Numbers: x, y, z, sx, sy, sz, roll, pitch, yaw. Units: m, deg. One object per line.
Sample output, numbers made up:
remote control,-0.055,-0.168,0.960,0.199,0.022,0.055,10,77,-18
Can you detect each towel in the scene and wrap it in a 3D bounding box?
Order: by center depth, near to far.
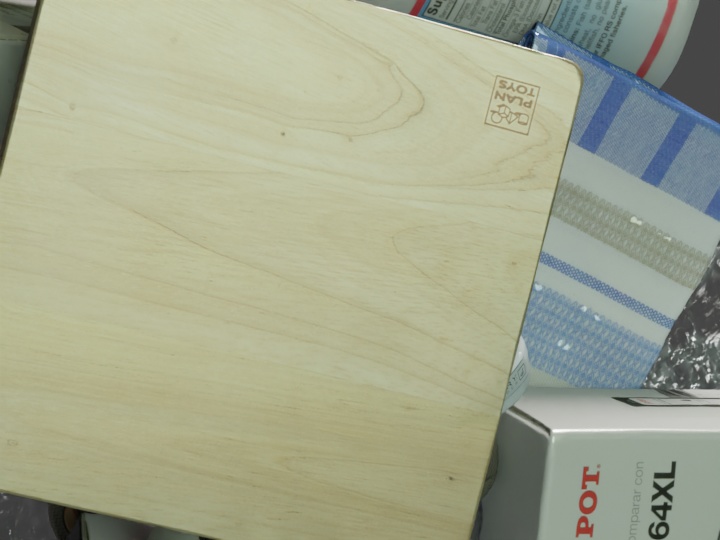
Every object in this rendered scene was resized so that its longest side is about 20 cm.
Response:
towel,0.086,0.003,1.165,0.146,0.024,0.201,26,99,-24

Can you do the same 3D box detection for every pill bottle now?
pill bottle,0.049,-0.147,1.170,0.199,0.109,0.109,14,78,-20

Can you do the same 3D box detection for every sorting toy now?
sorting toy,-0.042,-0.004,0.941,0.199,0.070,0.200,14,91,-13

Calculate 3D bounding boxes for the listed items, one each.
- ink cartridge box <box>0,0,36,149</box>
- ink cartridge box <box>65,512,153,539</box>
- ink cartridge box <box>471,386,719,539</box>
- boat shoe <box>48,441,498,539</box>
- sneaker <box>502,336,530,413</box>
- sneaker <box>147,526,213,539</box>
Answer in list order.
ink cartridge box,-0.177,-0.067,0.997,0.199,0.146,0.083,0,106,-43
ink cartridge box,-0.041,0.149,1.096,0.199,0.095,0.037,9,47,-24
ink cartridge box,0.148,0.133,1.169,0.199,0.084,0.147,1,101,-23
boat shoe,-0.040,0.078,1.111,0.199,0.073,0.075,-3,120,-14
sneaker,0.000,0.000,1.079,0.073,0.200,0.071,-37,123,-21
sneaker,-0.092,0.166,1.003,0.080,0.074,0.201,9,113,-23
